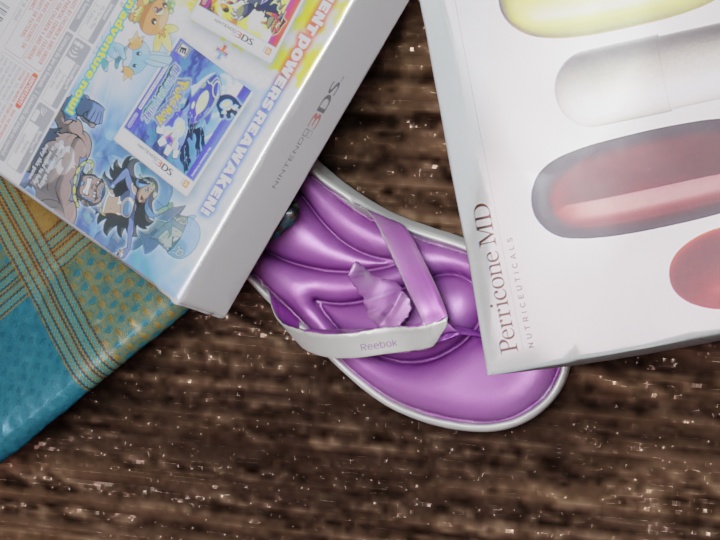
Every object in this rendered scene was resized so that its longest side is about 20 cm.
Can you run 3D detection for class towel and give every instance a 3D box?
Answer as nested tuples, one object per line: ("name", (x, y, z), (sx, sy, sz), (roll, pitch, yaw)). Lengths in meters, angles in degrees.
("towel", (-0.130, -0.020, 1.270), (0.200, 0.022, 0.147), (-37, 63, 17))

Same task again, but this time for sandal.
("sandal", (-0.003, 0.007, 1.225), (0.202, 0.050, 0.083), (31, 102, 18))

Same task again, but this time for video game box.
("video game box", (-0.081, -0.110, 1.223), (0.182, 0.047, 0.201), (35, 97, 33))

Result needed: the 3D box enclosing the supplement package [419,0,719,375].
("supplement package", (0.145, -0.070, 1.116), (0.199, 0.147, 0.192), (-12, 88, 19))
